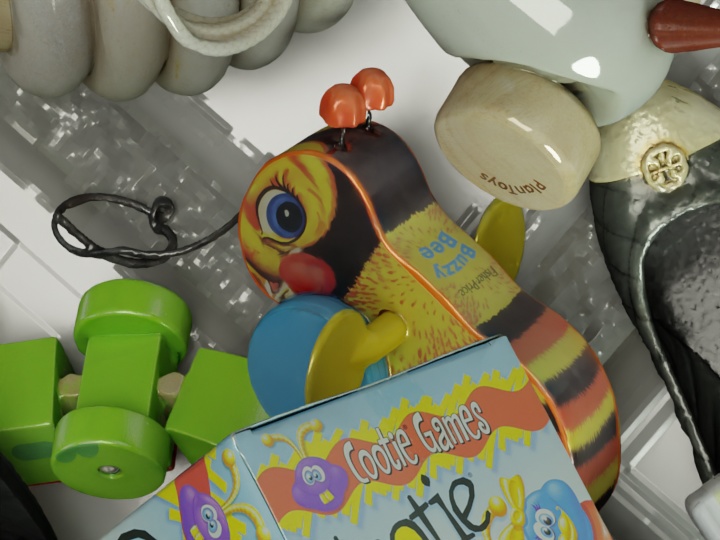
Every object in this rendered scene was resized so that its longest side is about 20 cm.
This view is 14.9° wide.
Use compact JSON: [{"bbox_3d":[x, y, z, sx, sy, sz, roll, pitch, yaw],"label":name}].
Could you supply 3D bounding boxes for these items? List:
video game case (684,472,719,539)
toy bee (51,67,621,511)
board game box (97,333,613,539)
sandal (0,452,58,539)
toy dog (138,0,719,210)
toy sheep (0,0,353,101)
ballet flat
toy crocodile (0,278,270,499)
[{"bbox_3d":[0.228,0.102,0.840,0.182,0.022,0.200,-34,91,0],"label":"video game case"},{"bbox_3d":[0.000,0.000,0.853,0.199,0.131,0.109,22,124,-2],"label":"toy bee"},{"bbox_3d":[-0.025,0.115,0.785,0.200,0.105,0.103,-40,73,48],"label":"board game box"},{"bbox_3d":[-0.127,0.110,0.885,0.075,0.048,0.201,-25,117,21],"label":"sandal"},{"bbox_3d":[0.038,-0.105,0.799,0.096,0.200,0.132,-10,62,50],"label":"toy dog"},{"bbox_3d":[-0.061,-0.121,0.861,0.199,0.138,0.138,-15,92,-12],"label":"toy sheep"},{"bbox_3d":[0.126,0.031,0.873,0.066,0.057,0.200,-22,93,9],"label":"ballet flat"},{"bbox_3d":[-0.116,0.048,0.918,0.199,0.062,0.068,-2,54,11],"label":"toy crocodile"}]
